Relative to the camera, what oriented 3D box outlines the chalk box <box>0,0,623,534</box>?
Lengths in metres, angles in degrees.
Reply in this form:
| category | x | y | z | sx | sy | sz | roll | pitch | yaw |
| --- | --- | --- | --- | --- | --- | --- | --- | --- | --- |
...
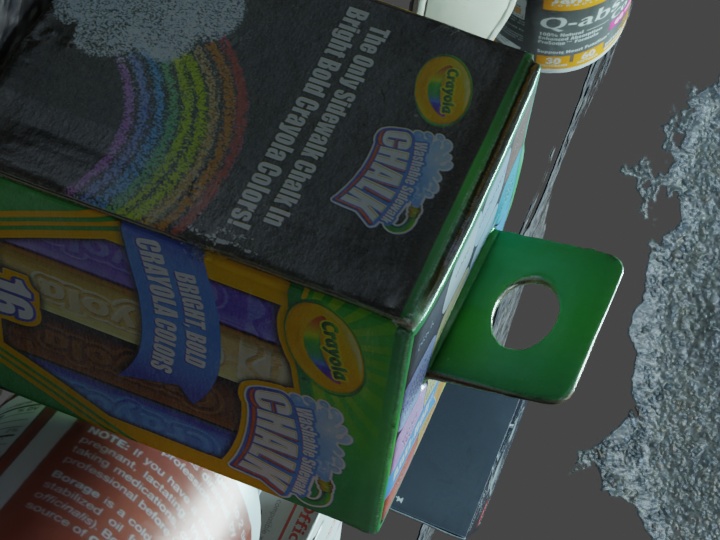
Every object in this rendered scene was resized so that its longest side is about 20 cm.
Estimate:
| category | x | y | z | sx | sy | sz | roll | pitch | yaw |
| --- | --- | --- | --- | --- | --- | --- | --- | --- | --- |
| chalk box | -0.018 | -0.008 | 0.638 | 0.124 | 0.200 | 0.125 | 100 | 15 | -52 |

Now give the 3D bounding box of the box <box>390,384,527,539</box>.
| category | x | y | z | sx | sy | sz | roll | pitch | yaw |
| --- | --- | --- | --- | --- | --- | --- | --- | --- | --- |
| box | 0.125 | 0.214 | 2.361 | 0.182 | 0.104 | 0.200 | 25 | 86 | -80 |

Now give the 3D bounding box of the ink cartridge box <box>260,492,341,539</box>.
| category | x | y | z | sx | sy | sz | roll | pitch | yaw |
| --- | --- | --- | --- | --- | --- | --- | --- | --- | --- |
| ink cartridge box | -0.063 | 0.199 | 1.300 | 0.200 | 0.067 | 0.117 | 97 | 16 | -64 |

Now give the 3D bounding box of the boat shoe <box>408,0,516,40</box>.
| category | x | y | z | sx | sy | sz | roll | pitch | yaw |
| --- | --- | --- | --- | --- | --- | --- | --- | --- | --- |
| boat shoe | 0.050 | -0.156 | 1.247 | 0.063 | 0.072 | 0.200 | 48 | -46 | 51 |

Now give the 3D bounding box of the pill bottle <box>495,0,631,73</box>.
| category | x | y | z | sx | sy | sz | roll | pitch | yaw |
| --- | --- | --- | --- | --- | --- | --- | --- | --- | --- |
| pill bottle | 0.139 | -0.227 | 1.354 | 0.200 | 0.116 | 0.117 | 83 | 30 | -72 |

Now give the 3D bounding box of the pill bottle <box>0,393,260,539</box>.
| category | x | y | z | sx | sy | sz | roll | pitch | yaw |
| --- | --- | --- | --- | --- | --- | --- | --- | --- | --- |
| pill bottle | -0.102 | 0.103 | 0.682 | 0.200 | 0.112 | 0.112 | -54 | 163 | -57 |
